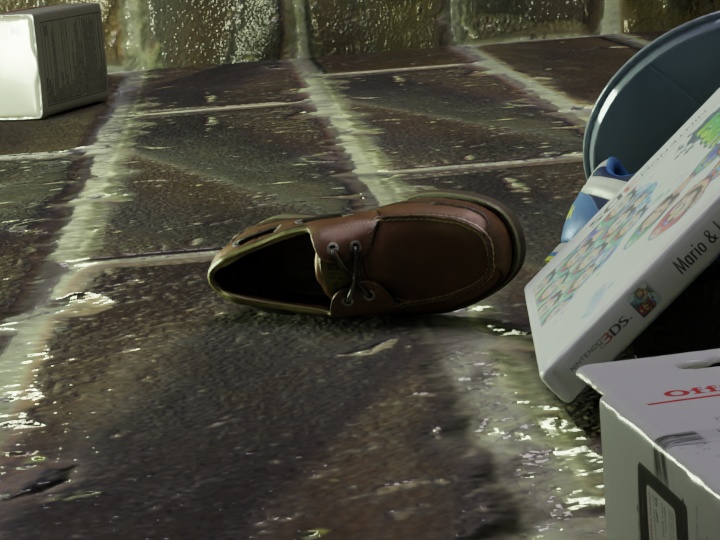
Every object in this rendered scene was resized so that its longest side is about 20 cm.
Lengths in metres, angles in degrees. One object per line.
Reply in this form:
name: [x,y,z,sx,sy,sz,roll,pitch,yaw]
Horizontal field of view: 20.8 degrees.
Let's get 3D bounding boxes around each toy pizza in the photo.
toy pizza: [0.231,-0.086,1.178,0.198,0.201,0.032,-4,45,0]

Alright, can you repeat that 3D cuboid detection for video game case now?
video game case: [0.151,-0.029,0.946,0.182,0.024,0.200,-46,6,10]

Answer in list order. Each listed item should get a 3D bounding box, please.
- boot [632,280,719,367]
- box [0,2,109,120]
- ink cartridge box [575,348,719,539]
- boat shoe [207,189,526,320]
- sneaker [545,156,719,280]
boot: [0.248,0.027,0.907,0.198,0.066,0.165,-3,12,-17]
box: [-0.411,-0.266,2.483,0.108,0.129,0.200,-1,11,18]
ink cartridge box: [0.150,0.079,0.638,0.115,0.067,0.200,-6,11,-9]
boat shoe: [0.000,0.000,1.128,0.199,0.073,0.068,-8,10,39]
sneaker: [0.194,-0.023,1.063,0.199,0.083,0.074,7,-23,38]
